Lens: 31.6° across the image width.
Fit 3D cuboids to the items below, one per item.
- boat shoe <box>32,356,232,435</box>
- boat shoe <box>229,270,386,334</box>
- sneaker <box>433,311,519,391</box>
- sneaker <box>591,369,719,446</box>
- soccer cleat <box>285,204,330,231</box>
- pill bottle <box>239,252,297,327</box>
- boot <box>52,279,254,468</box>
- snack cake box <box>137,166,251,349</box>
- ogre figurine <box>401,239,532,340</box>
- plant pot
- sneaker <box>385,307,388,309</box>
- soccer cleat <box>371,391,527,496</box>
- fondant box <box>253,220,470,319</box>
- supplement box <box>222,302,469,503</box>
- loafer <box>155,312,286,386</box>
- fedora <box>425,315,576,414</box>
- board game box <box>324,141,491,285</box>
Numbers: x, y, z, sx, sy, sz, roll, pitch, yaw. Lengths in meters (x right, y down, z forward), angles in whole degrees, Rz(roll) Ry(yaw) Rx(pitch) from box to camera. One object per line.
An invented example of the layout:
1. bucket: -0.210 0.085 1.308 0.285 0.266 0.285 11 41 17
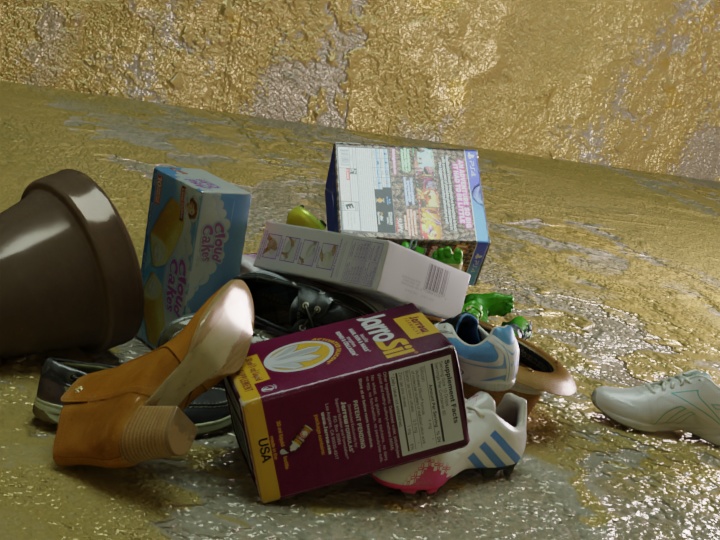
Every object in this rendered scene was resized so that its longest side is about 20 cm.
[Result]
1. boat shoe: -0.210 0.116 1.221 0.199 0.067 0.072 5 15 -24
2. boat shoe: -0.058 0.047 1.359 0.199 0.069 0.056 16 8 30
3. sneaker: 0.087 0.076 1.316 0.071 0.073 0.199 6 2 -41
4. sneaker: 0.372 0.151 1.501 0.198 0.081 0.070 9 16 0
5. soccer cleat: -0.089 -0.016 1.655 0.065 0.084 0.200 43 -24 9
6. pill bottle: -0.094 0.031 1.544 0.112 0.113 0.199 19 14 30
7. boot: -0.187 0.088 1.132 0.143 0.071 0.202 -5 42 30
8. snack cake box: -0.192 -0.006 1.436 0.067 0.202 0.115 0 17 -36
9. ogre figurine: 0.124 0.057 1.588 0.098 0.200 0.120 -20 33 35
10. plant pot: -0.352 0.010 1.336 0.174 0.202 0.200 -22 31 -36
11. sneaker: 0.058 0.067 1.644 0.074 0.107 0.199 -20 -37 38
12. soccer cleat: 0.087 0.160 1.233 0.199 0.087 0.070 -4 20 -44
13. fondant box: 0.000 0.000 1.411 0.199 0.059 0.144 9 -8 45
14. supplement box: -0.018 0.117 1.169 0.198 0.104 0.131 -14 19 -12
15. loafer: -0.119 0.092 1.366 0.198 0.076 0.070 7 10 -15
16. fedora: 0.142 0.117 1.435 0.199 0.082 0.201 21 12 -5
17. board game box: 0.059 -0.074 1.686 0.198 0.097 0.161 3 54 -8
